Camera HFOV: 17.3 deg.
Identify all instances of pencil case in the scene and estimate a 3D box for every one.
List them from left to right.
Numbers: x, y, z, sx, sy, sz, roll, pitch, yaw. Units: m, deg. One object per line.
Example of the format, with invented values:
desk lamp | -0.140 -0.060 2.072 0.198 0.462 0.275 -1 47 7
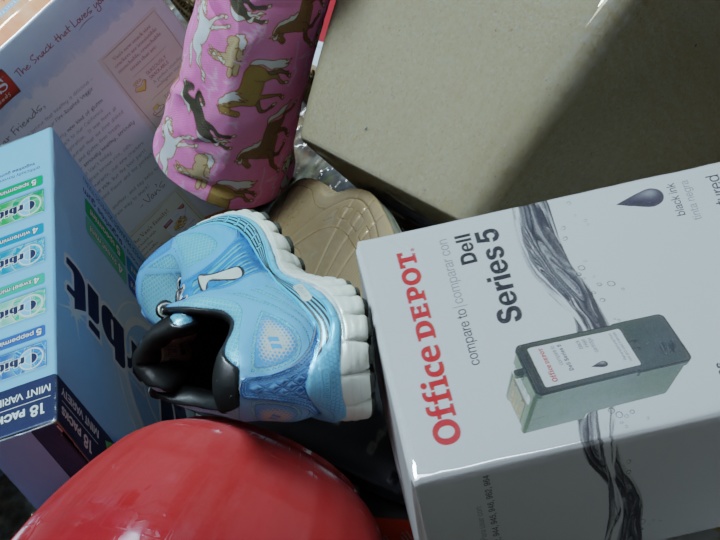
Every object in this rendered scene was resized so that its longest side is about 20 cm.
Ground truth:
pencil case | -0.055 -0.128 1.241 0.083 0.200 0.087 -21 54 -34

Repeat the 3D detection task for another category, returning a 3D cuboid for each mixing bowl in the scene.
mixing bowl | -0.063 0.136 1.092 0.200 0.200 0.108 5 60 35

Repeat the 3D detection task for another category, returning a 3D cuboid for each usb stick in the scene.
usb stick | -0.028 0.066 1.164 0.200 0.033 0.055 21 60 41

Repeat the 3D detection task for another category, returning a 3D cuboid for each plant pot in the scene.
plant pot | 0.092 -0.087 1.207 0.200 0.200 0.177 30 84 44

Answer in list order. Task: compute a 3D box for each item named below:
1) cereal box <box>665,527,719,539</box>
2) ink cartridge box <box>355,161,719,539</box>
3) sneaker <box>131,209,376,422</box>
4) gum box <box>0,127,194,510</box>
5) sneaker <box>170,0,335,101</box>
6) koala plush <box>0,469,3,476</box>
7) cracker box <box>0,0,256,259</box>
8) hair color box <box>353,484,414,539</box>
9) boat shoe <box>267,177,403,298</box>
cereal box | 0.202 0.089 1.085 0.144 0.040 0.200 -25 45 10
ink cartridge box | 0.109 0.043 1.055 0.200 0.084 0.146 -13 48 -1
sneaker | -0.069 0.022 1.103 0.090 0.078 0.200 -9 14 -23
gum box | -0.138 0.054 1.231 0.045 0.170 0.200 -20 47 11
sneaker | -0.023 -0.165 1.416 0.200 0.071 0.113 30 77 36
koala plush | -0.254 0.061 1.298 0.177 0.200 0.184 -37 82 12
cracker box | -0.144 -0.082 1.328 0.134 0.200 0.058 -43 42 -7
hair color box | 0.018 0.093 1.181 0.200 0.061 0.102 1 56 33
boat shoe | 0.000 0.000 1.225 0.072 0.065 0.200 -60 21 -1
